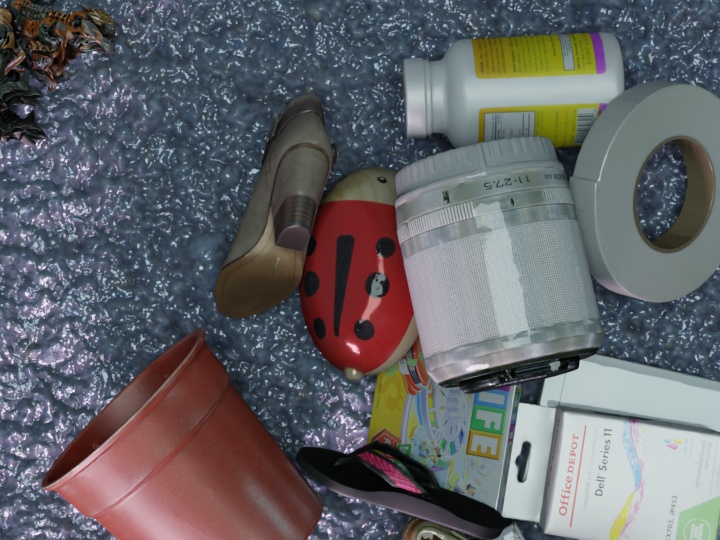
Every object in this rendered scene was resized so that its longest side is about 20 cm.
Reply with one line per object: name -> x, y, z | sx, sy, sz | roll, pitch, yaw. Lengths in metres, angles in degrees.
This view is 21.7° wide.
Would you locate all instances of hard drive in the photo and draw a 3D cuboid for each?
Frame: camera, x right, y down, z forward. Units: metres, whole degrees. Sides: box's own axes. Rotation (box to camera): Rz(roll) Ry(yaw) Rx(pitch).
hard drive -> 0.262, 0.156, 1.773 | 0.198, 0.027, 0.133 | 12, 90, -2

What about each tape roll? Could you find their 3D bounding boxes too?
tape roll -> 0.274, -0.072, 1.712 | 0.202, 0.037, 0.205 | -10, 107, -36

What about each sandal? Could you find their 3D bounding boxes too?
sandal -> 0.039, 0.188, 1.699 | 0.198, 0.075, 0.045 | 18, 108, 8

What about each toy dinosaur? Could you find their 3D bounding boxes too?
toy dinosaur -> -0.328, -0.196, 1.743 | 0.198, 0.102, 0.137 | -12, 67, 13

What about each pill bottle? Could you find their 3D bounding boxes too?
pill bottle -> 0.140, -0.164, 1.733 | 0.198, 0.104, 0.105 | -2, 90, -1

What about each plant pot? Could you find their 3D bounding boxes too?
plant pot -> -0.150, 0.193, 1.693 | 0.201, 0.201, 0.195 | -43, 99, -1

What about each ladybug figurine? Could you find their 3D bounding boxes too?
ladybug figurine -> 0.000, 0.000, 1.725 | 0.135, 0.072, 0.202 | -2, 80, 25

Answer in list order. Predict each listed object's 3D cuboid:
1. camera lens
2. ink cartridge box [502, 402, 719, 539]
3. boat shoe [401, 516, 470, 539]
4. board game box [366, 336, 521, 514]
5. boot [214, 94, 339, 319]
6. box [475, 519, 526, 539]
camera lens -> 0.119, -0.001, 1.641 | 0.159, 0.160, 0.202 | -12, 83, -1
ink cartridge box -> 0.231, 0.191, 1.725 | 0.198, 0.067, 0.118 | 8, 90, 0
boat shoe -> 0.110, 0.306, 1.701 | 0.075, 0.068, 0.200 | -44, 89, -1
board game box -> 0.081, 0.116, 1.747 | 0.133, 0.034, 0.202 | 8, 90, 16
boot -> -0.078, -0.062, 1.734 | 0.070, 0.200, 0.147 | 18, 54, -22
box -> 0.099, 0.352, 1.758 | 0.199, 0.049, 0.162 | -29, 87, -1
